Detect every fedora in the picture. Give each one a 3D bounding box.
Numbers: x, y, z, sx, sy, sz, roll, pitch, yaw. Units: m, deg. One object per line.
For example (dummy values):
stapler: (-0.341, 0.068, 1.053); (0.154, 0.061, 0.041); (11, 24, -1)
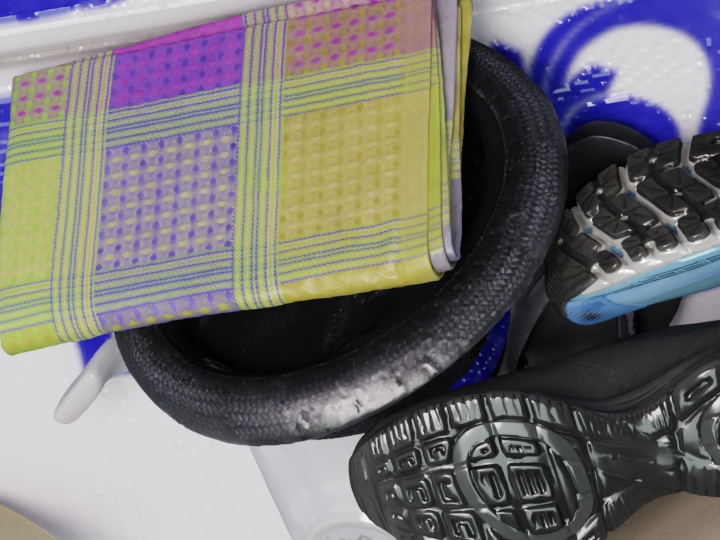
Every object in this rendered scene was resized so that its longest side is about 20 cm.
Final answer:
fedora: (0.000, 0.000, 1.210); (0.200, 0.201, 0.092); (-17, 144, 11)

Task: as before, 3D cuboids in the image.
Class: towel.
towel: (-0.050, -0.040, 1.184); (0.200, 0.144, 0.023); (-11, 146, 17)

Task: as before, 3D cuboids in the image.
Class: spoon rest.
spoon rest: (-0.030, 0.080, 1.270); (0.200, 0.061, 0.099); (30, 137, -13)

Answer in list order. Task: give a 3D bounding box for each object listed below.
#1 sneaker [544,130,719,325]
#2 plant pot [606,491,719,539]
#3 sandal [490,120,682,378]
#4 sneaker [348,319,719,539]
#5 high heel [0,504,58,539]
sneaker: (0.173, -0.009, 1.197); (0.200, 0.078, 0.090); (-16, 120, -4)
plant pot: (0.159, 0.168, 1.212); (0.200, 0.177, 0.200); (-27, 117, 15)
sandal: (0.089, 0.035, 1.251); (0.076, 0.043, 0.200); (16, 111, -1)
sneaker: (0.094, 0.063, 1.162); (0.200, 0.091, 0.076); (-10, 105, -2)
high heel: (-0.205, 0.168, 1.308); (0.200, 0.071, 0.143); (12, 106, 18)
